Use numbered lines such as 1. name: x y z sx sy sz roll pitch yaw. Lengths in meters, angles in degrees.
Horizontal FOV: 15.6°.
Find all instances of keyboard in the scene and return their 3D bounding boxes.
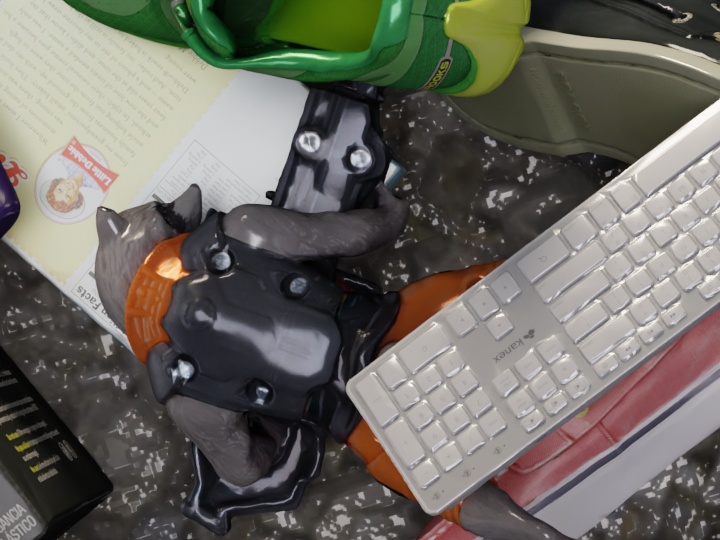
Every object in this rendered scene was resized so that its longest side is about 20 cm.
1. keyboard: 0.087 -0.004 0.811 0.200 0.011 0.056 -37 64 3

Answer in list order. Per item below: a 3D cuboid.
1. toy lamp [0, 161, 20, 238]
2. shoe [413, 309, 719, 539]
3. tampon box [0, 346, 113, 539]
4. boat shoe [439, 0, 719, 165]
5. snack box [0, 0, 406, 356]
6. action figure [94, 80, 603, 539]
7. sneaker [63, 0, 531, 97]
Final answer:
1. toy lamp: -0.195 -0.085 0.927 0.058 0.058 0.200 -40 85 4
2. shoe: 0.071 0.041 0.940 0.200 0.071 0.091 -37 87 -1
3. tampon box: -0.214 0.053 0.931 0.150 0.126 0.200 -40 88 4
4. boat shoe: 0.111 -0.067 0.897 0.066 0.199 0.075 -46 127 -24
5. snack box: -0.095 -0.057 0.964 0.200 0.037 0.116 41 93 3
6. action figure: 0.000 0.000 0.884 0.192 0.105 0.201 11 89 15
7. sneaker: -0.037 -0.104 0.871 0.199 0.083 0.075 13 97 38
